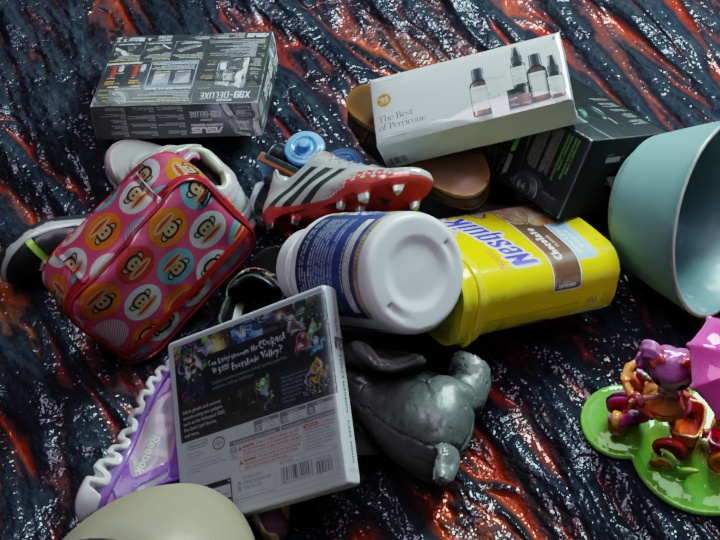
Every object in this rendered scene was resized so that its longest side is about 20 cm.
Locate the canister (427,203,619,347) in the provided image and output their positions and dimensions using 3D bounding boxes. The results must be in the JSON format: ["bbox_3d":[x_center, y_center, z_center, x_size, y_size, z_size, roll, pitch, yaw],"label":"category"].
[{"bbox_3d":[0.142,-0.003,1.414,0.198,0.087,0.148,-10,34,-30],"label":"canister"}]

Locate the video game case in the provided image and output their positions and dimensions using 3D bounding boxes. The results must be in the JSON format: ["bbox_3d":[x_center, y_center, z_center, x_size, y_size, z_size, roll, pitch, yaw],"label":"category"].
[{"bbox_3d":[-0.093,0.129,1.298,0.199,0.023,0.184,-21,67,33],"label":"video game case"}]

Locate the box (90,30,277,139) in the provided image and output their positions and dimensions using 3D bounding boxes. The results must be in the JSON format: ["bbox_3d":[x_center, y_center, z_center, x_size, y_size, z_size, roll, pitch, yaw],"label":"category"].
[{"bbox_3d":[-0.203,-0.219,1.656,0.198,0.050,0.159,-1,40,5],"label":"box"}]

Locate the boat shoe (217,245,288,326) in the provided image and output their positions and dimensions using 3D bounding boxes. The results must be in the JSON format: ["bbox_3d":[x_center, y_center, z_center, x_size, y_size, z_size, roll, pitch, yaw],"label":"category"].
[{"bbox_3d":[-0.100,0.028,1.448,0.073,0.064,0.202,-5,30,11],"label":"boat shoe"}]

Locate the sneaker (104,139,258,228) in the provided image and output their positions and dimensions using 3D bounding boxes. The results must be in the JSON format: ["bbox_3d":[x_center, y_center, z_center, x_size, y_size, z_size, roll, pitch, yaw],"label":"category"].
[{"bbox_3d":[-0.203,-0.109,1.573,0.198,0.089,0.082,21,58,20],"label":"sneaker"}]

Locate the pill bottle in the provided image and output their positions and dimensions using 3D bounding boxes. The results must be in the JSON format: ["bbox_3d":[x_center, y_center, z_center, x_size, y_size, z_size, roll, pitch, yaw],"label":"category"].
[{"bbox_3d":[0.000,0.000,1.346,0.111,0.112,0.199,-43,22,-23],"label":"pill bottle"}]

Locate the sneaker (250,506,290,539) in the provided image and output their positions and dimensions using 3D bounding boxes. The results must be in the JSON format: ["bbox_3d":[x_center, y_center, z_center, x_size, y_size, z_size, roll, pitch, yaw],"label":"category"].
[{"bbox_3d":[-0.076,0.165,1.367,0.089,0.075,0.201,-15,54,2],"label":"sneaker"}]

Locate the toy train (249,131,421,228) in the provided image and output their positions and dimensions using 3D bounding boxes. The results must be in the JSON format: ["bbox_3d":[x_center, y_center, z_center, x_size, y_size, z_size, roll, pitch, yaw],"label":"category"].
[{"bbox_3d":[-0.032,-0.071,1.531,0.199,0.087,0.115,26,66,21],"label":"toy train"}]

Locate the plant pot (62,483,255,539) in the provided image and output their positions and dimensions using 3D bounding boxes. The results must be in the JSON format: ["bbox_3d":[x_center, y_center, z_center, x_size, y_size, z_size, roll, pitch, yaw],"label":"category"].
[{"bbox_3d":[-0.164,0.267,1.244,0.198,0.202,0.135,13,36,15],"label":"plant pot"}]

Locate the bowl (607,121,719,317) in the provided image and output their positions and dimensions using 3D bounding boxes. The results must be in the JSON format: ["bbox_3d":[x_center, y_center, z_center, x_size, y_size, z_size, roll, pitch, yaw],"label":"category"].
[{"bbox_3d":[0.326,-0.062,1.440,0.104,0.202,0.201,15,54,40],"label":"bowl"}]

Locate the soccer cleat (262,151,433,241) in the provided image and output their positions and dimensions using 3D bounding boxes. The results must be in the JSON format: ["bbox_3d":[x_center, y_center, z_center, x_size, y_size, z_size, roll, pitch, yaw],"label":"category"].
[{"bbox_3d":[-0.016,-0.088,1.436,0.198,0.068,0.086,-15,59,32],"label":"soccer cleat"}]

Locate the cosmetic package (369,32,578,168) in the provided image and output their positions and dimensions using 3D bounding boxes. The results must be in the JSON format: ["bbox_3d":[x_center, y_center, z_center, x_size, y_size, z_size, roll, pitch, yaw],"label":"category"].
[{"bbox_3d":[0.111,-0.170,1.409,0.198,0.051,0.083,-13,60,12],"label":"cosmetic package"}]

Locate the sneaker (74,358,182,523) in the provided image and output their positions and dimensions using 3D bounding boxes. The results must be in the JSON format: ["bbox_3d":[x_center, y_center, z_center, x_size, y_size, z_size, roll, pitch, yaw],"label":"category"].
[{"bbox_3d":[-0.193,0.175,1.376,0.088,0.081,0.201,23,64,13],"label":"sneaker"}]

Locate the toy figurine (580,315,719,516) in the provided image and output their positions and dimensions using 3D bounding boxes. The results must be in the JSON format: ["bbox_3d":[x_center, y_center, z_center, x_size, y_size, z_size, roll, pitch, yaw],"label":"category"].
[{"bbox_3d":[0.304,0.110,1.302,0.198,0.185,0.151,16,56,17],"label":"toy figurine"}]

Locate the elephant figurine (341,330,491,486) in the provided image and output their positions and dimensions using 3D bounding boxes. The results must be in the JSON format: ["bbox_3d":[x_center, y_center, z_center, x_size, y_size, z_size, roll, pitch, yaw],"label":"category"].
[{"bbox_3d":[0.014,0.120,1.344,0.198,0.155,0.142,24,67,6],"label":"elephant figurine"}]

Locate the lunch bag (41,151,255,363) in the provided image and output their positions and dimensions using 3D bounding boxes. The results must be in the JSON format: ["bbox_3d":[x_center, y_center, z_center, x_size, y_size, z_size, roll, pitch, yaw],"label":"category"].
[{"bbox_3d":[-0.209,-0.006,1.451,0.200,0.176,0.082,-46,51,-2],"label":"lunch bag"}]

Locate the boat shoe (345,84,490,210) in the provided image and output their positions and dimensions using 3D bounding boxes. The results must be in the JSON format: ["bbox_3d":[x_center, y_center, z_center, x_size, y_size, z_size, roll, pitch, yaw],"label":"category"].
[{"bbox_3d":[0.063,-0.121,1.475,0.070,0.071,0.200,-35,55,-18],"label":"boat shoe"}]

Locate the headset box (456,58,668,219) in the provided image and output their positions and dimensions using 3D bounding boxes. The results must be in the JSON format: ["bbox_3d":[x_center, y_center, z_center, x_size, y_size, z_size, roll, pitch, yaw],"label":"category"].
[{"bbox_3d":[0.206,-0.143,1.503,0.199,0.093,0.173,35,27,29],"label":"headset box"}]

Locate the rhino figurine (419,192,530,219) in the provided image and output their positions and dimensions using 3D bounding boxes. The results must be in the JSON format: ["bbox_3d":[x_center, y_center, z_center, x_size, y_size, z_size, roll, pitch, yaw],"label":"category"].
[{"bbox_3d":[0.092,-0.095,1.552,0.087,0.060,0.200,-37,56,-15],"label":"rhino figurine"}]

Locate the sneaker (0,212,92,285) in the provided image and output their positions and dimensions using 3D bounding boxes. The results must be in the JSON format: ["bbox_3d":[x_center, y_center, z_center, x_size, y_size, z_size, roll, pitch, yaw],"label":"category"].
[{"bbox_3d":[-0.291,-0.014,1.523,0.198,0.072,0.083,-17,55,-7],"label":"sneaker"}]
